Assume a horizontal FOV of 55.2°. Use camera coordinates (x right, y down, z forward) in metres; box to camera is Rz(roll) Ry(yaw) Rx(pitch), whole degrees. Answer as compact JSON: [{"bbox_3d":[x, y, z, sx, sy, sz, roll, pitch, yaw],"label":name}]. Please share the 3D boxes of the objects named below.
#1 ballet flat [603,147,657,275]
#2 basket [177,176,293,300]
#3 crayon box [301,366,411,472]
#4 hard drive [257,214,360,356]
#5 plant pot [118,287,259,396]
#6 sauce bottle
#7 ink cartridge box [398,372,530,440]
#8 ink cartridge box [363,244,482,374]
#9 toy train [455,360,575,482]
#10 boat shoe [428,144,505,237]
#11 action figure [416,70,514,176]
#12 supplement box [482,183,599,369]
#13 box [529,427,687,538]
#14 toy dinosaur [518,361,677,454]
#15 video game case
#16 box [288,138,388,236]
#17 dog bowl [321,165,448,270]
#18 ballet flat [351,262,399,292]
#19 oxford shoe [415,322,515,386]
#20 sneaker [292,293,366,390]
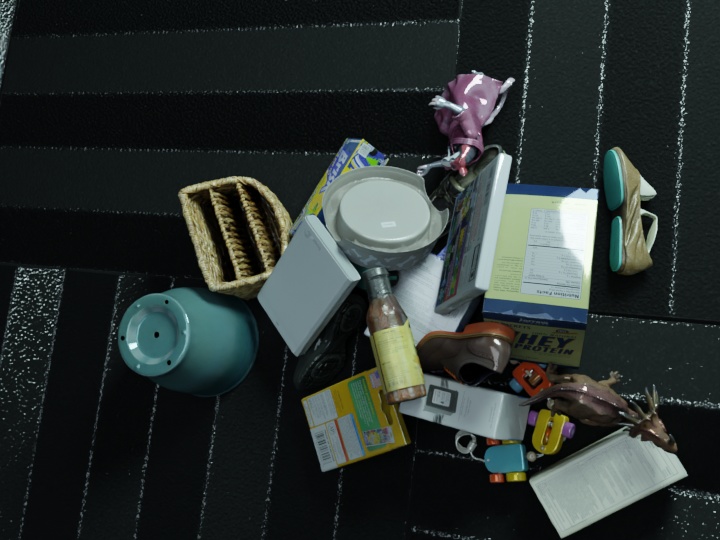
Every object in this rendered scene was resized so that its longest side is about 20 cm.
[{"bbox_3d":[0.423,-0.092,1.070,0.072,0.068,0.200,-1,80,-4],"label":"ballet flat"},{"bbox_3d":[-0.201,-0.065,1.203,0.143,0.149,0.200,-23,74,12],"label":"basket"},{"bbox_3d":[0.000,0.235,1.099,0.200,0.052,0.126,-31,71,41],"label":"crayon box"},{"bbox_3d":[-0.088,0.028,1.101,0.132,0.026,0.200,53,132,21],"label":"hard drive"},{"bbox_3d":[-0.304,0.117,1.183,0.200,0.188,0.200,-3,80,16],"label":"plant pot"},{"bbox_3d":[0.045,0.094,1.015,0.066,0.066,0.200,-15,79,14],"label":"sauce bottle"},{"bbox_3d":[0.141,0.201,1.049,0.200,0.116,0.067,9,83,36],"label":"ink cartridge box"},{"bbox_3d":[0.116,0.050,1.126,0.136,0.076,0.200,28,91,18],"label":"ink cartridge box"},{"bbox_3d":[0.249,0.235,1.072,0.200,0.056,0.150,-50,54,10],"label":"toy train"},{"bbox_3d":[0.162,-0.136,1.149,0.073,0.065,0.200,42,95,17],"label":"boat shoe"},{"bbox_3d":[0.172,-0.222,1.124,0.149,0.134,0.200,7,52,-5],"label":"action figure"},{"bbox_3d":[0.263,0.012,1.001,0.134,0.200,0.200,6,67,18],"label":"supplement box"},{"bbox_3d":[0.359,0.300,1.011,0.200,0.078,0.095,-30,73,10],"label":"box"},{"bbox_3d":[0.328,0.181,0.943,0.200,0.136,0.086,13,90,-10],"label":"toy dinosaur"},{"bbox_3d":[0.162,-0.046,1.006,0.023,0.182,0.200,15,74,-8],"label":"video game case"},{"bbox_3d":[-0.038,-0.128,1.187,0.200,0.064,0.070,-58,28,-4],"label":"box"},{"bbox_3d":[0.037,-0.081,1.094,0.200,0.059,0.200,3,47,-3],"label":"dog bowl"},{"bbox_3d":[0.000,0.000,1.154,0.200,0.068,0.068,28,117,59],"label":"ballet flat"},{"bbox_3d":[0.135,0.127,0.982,0.071,0.200,0.073,24,64,-21],"label":"oxford shoe"},{"bbox_3d":[-0.064,0.113,1.175,0.091,0.076,0.200,39,105,42],"label":"sneaker"}]
